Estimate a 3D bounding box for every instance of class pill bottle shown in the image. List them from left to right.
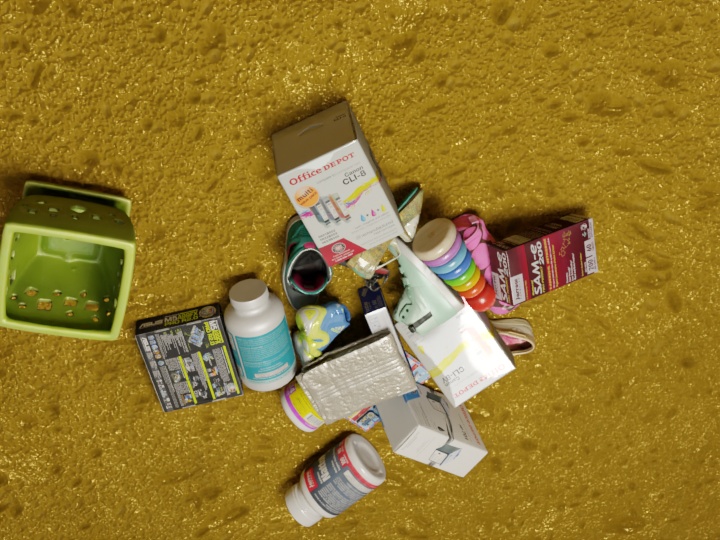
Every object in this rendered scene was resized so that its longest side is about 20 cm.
[{"bbox_3d":[-0.185,0.115,1.720,0.110,0.111,0.201,-12,126,-3],"label":"pill bottle"},{"bbox_3d":[-0.057,0.444,1.969,0.200,0.120,0.120,-39,123,15],"label":"pill bottle"},{"bbox_3d":[-0.052,0.217,1.823,0.200,0.104,0.104,-38,123,15],"label":"pill bottle"}]

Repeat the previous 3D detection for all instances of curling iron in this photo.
[{"bbox_3d":[0.000,0.000,1.668,0.050,0.026,0.200,-54,154,6],"label":"curling iron"}]

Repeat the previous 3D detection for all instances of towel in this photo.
[{"bbox_3d":[-0.008,0.199,1.739,0.199,0.035,0.133,-23,117,9],"label":"towel"}]

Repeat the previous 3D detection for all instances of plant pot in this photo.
[{"bbox_3d":[-0.471,-0.027,1.522,0.199,0.182,0.200,9,123,-17],"label":"plant pot"}]

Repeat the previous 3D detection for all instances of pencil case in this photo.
[{"bbox_3d":[0.229,-0.015,1.728,0.093,0.091,0.200,-31,123,19],"label":"pencil case"}]

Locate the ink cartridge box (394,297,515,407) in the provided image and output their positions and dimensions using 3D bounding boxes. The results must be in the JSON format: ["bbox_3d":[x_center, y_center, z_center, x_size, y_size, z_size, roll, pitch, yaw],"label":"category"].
[{"bbox_3d":[0.179,0.133,1.775,0.145,0.083,0.200,-34,97,12],"label":"ink cartridge box"}]

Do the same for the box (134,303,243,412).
[{"bbox_3d":[-0.319,0.167,1.771,0.159,0.044,0.201,-13,126,-3],"label":"box"}]

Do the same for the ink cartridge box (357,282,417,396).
[{"bbox_3d":[0.051,0.130,1.779,0.044,0.094,0.201,-20,120,2],"label":"ink cartridge box"}]

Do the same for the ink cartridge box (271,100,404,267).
[{"bbox_3d":[-0.039,-0.143,1.549,0.145,0.145,0.200,-24,125,8],"label":"ink cartridge box"}]

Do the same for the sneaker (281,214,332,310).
[{"bbox_3d":[-0.094,0.015,1.663,0.083,0.121,0.201,-5,126,-8],"label":"sneaker"}]

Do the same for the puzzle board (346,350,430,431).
[{"bbox_3d":[0.030,0.234,1.904,0.150,0.017,0.200,36,110,-30],"label":"puzzle board"}]

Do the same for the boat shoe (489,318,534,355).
[{"bbox_3d":[0.248,0.139,1.849,0.199,0.069,0.074,-6,125,-7],"label":"boat shoe"}]

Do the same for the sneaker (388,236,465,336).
[{"bbox_3d":[0.079,0.026,1.690,0.118,0.074,0.201,-42,88,15],"label":"sneaker"}]

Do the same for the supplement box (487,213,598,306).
[{"bbox_3d":[0.331,-0.022,1.704,0.199,0.061,0.109,-20,111,-23],"label":"supplement box"}]

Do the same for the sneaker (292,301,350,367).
[{"bbox_3d":[-0.066,0.119,1.750,0.105,0.076,0.200,-20,157,-16],"label":"sneaker"}]

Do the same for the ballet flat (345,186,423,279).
[{"bbox_3d":[0.056,-0.060,1.624,0.200,0.071,0.071,-45,130,-24],"label":"ballet flat"}]

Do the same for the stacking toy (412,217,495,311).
[{"bbox_3d":[0.176,0.000,1.646,0.085,0.086,0.200,-35,125,13],"label":"stacking toy"}]

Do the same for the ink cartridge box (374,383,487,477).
[{"bbox_3d":[0.139,0.312,1.886,0.199,0.147,0.086,24,116,-34],"label":"ink cartridge box"}]
